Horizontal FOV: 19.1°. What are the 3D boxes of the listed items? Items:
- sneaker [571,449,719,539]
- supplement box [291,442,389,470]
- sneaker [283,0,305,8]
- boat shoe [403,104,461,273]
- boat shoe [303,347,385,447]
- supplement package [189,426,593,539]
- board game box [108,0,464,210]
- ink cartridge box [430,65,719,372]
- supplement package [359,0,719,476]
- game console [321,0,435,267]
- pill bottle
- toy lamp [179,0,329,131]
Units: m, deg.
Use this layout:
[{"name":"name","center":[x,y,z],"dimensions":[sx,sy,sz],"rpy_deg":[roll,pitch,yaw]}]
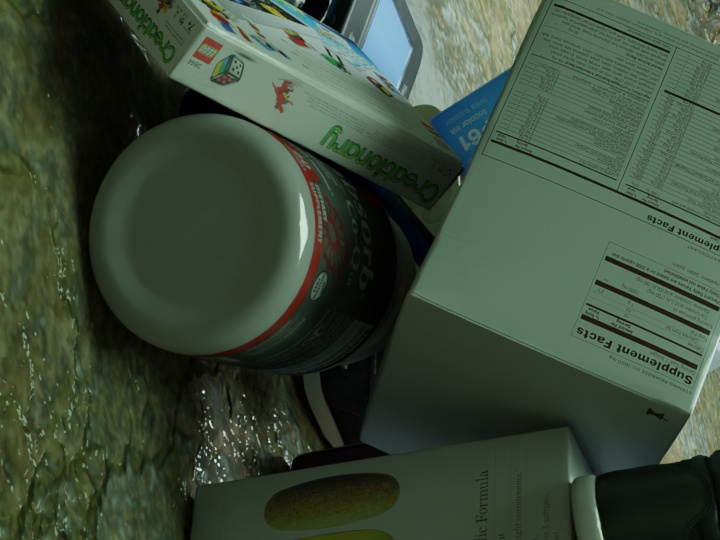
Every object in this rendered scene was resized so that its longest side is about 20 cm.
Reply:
[{"name":"sneaker","center":[0.173,0.141,1.053],"dimensions":[0.200,0.099,0.071],"rpy_deg":[50,32,-61]},{"name":"supplement box","center":[0.022,0.211,1.195],"dimensions":[0.131,0.103,0.200],"rpy_deg":[59,26,-46]},{"name":"sneaker","center":[-0.066,-0.222,1.232],"dimensions":[0.200,0.080,0.074],"rpy_deg":[-101,-151,-60]},{"name":"boat shoe","center":[0.054,-0.020,1.492],"dimensions":[0.063,0.071,0.201],"rpy_deg":[58,23,-54]},{"name":"boat shoe","center":[0.024,0.104,1.322],"dimensions":[0.200,0.067,0.072],"rpy_deg":[66,20,-46]},{"name":"supplement package","center":[0.023,0.166,1.063],"dimensions":[0.110,0.199,0.114],"rpy_deg":[60,25,-47]},{"name":"board game box","center":[-0.046,-0.108,1.088],"dimensions":[0.200,0.035,0.126],"rpy_deg":[25,19,-45]},{"name":"ink cartridge box","center":[0.138,-0.017,1.329],"dimensions":[0.200,0.085,0.145],"rpy_deg":[61,9,18]},{"name":"supplement package","center":[0.112,0.000,1.110],"dimensions":[0.191,0.147,0.200],"rpy_deg":[107,8,-62]},{"name":"game console","center":[0.037,-0.081,1.319],"dimensions":[0.200,0.118,0.171],"rpy_deg":[57,53,-73]},{"name":"pill bottle","center":[-0.046,-0.007,1.091],"dimensions":[0.200,0.116,0.116],"rpy_deg":[19,61,-70]},{"name":"toy lamp","center":[-0.055,-0.135,1.238],"dimensions":[0.200,0.058,0.058],"rpy_deg":[-74,148,-53]}]
